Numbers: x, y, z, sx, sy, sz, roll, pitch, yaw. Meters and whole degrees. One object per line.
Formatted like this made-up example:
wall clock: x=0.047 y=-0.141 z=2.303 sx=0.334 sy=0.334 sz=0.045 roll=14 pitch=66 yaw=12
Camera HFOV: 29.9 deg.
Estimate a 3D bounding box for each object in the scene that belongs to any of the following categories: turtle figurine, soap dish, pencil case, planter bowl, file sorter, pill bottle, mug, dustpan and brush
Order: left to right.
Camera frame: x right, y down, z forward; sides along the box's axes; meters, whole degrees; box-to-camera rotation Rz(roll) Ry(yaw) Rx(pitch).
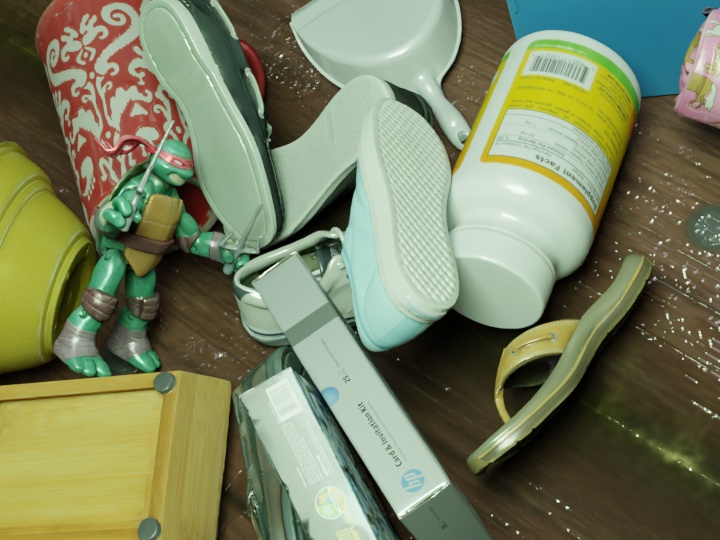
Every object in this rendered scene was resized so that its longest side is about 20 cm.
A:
planter bowl: x=-0.256 y=0.010 z=1.030 sx=0.083 sy=0.201 sz=0.202 roll=16 pitch=65 yaw=4
soap dish: x=-0.198 y=0.151 z=0.974 sx=0.198 sy=0.081 sz=0.159 roll=-6 pitch=58 yaw=15
turtle figurine: x=-0.152 y=-0.021 z=0.994 sx=0.101 sy=0.149 sz=0.202 roll=39 pitch=110 yaw=42
mug: x=-0.168 y=-0.132 z=1.107 sx=0.176 sy=0.134 sz=0.202 roll=-22 pitch=59 yaw=7
dustpan and brush: x=0.040 y=-0.173 z=1.111 sx=0.139 sy=0.057 sz=0.201 roll=-32 pitch=48 yaw=0
pill bottle: x=0.122 y=-0.063 z=0.960 sx=0.110 sy=0.112 sz=0.201 roll=11 pitch=57 yaw=24
file sorter: x=0.220 y=-0.223 z=1.022 sx=0.198 sy=0.139 sz=0.124 roll=-4 pitch=55 yaw=17
pencil case: x=0.321 y=-0.118 z=0.932 sx=0.198 sy=0.083 sz=0.087 roll=20 pitch=72 yaw=14

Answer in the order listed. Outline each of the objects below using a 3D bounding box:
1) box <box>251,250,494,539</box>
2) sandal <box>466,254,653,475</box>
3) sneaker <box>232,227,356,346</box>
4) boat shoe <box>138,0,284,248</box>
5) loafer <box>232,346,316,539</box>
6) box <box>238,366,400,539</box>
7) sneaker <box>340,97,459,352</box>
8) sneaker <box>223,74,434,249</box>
box: x=0.014 y=0.101 z=0.885 sx=0.041 sy=0.156 sz=0.201 roll=-35 pitch=56 yaw=-2
sandal: x=0.128 y=0.058 z=0.914 sx=0.054 sy=0.080 sz=0.200 roll=36 pitch=70 yaw=11
sneaker: x=0.000 y=0.000 z=1.001 sx=0.198 sy=0.071 sz=0.074 roll=-22 pitch=55 yaw=3
boat shoe: x=-0.098 y=-0.118 z=1.024 sx=0.075 sy=0.202 sz=0.060 roll=-15 pitch=8 yaw=43
loafer: x=-0.052 y=0.150 z=0.942 sx=0.063 sy=0.072 sz=0.201 roll=-30 pitch=46 yaw=24
box: x=-0.003 y=0.165 z=0.829 sx=0.040 sy=0.137 sz=0.201 roll=-28 pitch=74 yaw=2
sneaker: x=0.013 y=-0.033 z=0.912 sx=0.082 sy=0.073 sz=0.201 roll=-42 pitch=32 yaw=35
sneaker: x=-0.019 y=-0.076 z=1.063 sx=0.200 sy=0.099 sz=0.071 roll=-39 pitch=68 yaw=31
